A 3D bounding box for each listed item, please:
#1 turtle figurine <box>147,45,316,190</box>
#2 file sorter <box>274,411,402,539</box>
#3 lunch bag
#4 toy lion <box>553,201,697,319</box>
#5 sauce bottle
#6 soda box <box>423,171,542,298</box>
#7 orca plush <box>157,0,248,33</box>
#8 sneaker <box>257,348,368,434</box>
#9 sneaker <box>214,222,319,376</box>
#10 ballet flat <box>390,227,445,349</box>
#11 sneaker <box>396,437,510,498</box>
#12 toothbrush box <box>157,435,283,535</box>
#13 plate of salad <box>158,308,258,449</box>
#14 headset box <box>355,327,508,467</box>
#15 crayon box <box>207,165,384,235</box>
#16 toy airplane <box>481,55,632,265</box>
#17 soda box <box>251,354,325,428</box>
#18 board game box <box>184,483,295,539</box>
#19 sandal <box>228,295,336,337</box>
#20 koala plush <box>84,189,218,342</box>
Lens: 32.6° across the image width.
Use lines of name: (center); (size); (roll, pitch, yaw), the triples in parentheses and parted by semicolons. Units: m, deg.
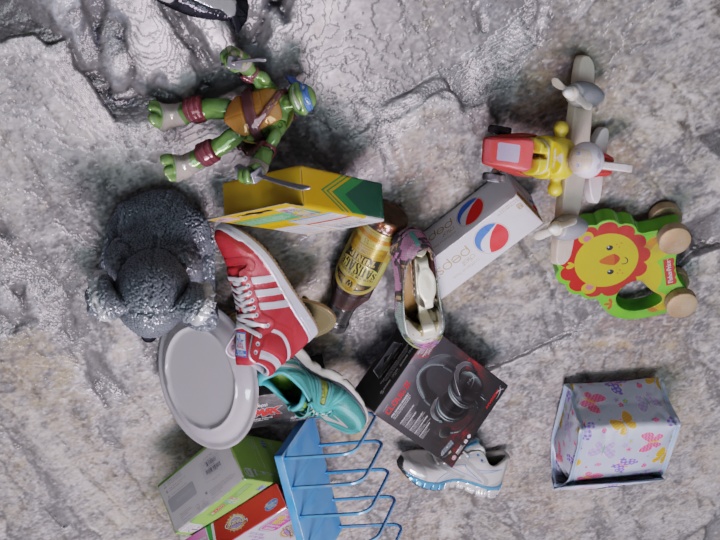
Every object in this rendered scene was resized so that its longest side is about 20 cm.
turtle figurine: (-0.155, -0.175, 1.428); (0.192, 0.201, 0.145); (-16, 122, 16)
file sorter: (-0.025, 0.319, 1.776); (0.121, 0.139, 0.202); (-7, 108, 19)
lunch bag: (0.395, 0.275, 1.932); (0.167, 0.128, 0.201); (-2, 135, -8)
toy lion: (0.372, -0.007, 1.750); (0.189, 0.069, 0.201); (-14, 130, 8)
sauce bottle: (0.000, 0.000, 1.665); (0.065, 0.066, 0.201); (11, 123, -20)
soda box: (0.144, -0.042, 1.665); (0.199, 0.064, 0.068); (-38, 126, 17)
orca plush: (-0.216, -0.336, 1.372); (0.198, 0.071, 0.107); (20, 77, -30)
sneaker: (-0.073, 0.173, 1.683); (0.199, 0.080, 0.077); (37, 126, -25)
sneaker: (-0.144, 0.044, 1.554); (0.113, 0.071, 0.201); (-46, 115, -22)
ballet flat: (0.080, 0.039, 1.625); (0.068, 0.071, 0.202); (-16, 125, -10)
sneaker: (0.149, 0.297, 1.937); (0.198, 0.075, 0.087); (11, 118, -29)
toothbrush box: (-0.176, 0.322, 1.823); (0.145, 0.087, 0.199); (-39, 148, 19)
plate of salad: (-0.202, 0.142, 1.674); (0.048, 0.200, 0.201); (-13, 140, -48)
headset box: (0.095, 0.168, 1.778); (0.200, 0.077, 0.149); (38, 86, -34)
crayon box: (-0.077, -0.085, 1.501); (0.125, 0.052, 0.199); (-9, 172, 34)
toy airplane: (0.267, -0.137, 1.555); (0.199, 0.141, 0.201); (-42, 112, -15)
soda box: (-0.144, 0.179, 1.770); (0.197, 0.071, 0.064); (-8, 130, -5)
board game box: (-0.170, 0.397, 1.817); (0.199, 0.041, 0.153); (-32, 151, 5)
sandal: (-0.119, 0.054, 1.688); (0.210, 0.070, 0.078); (-17, 126, 31)
koala plush: (-0.256, 0.012, 1.513); (0.175, 0.200, 0.186); (8, 112, -6)
